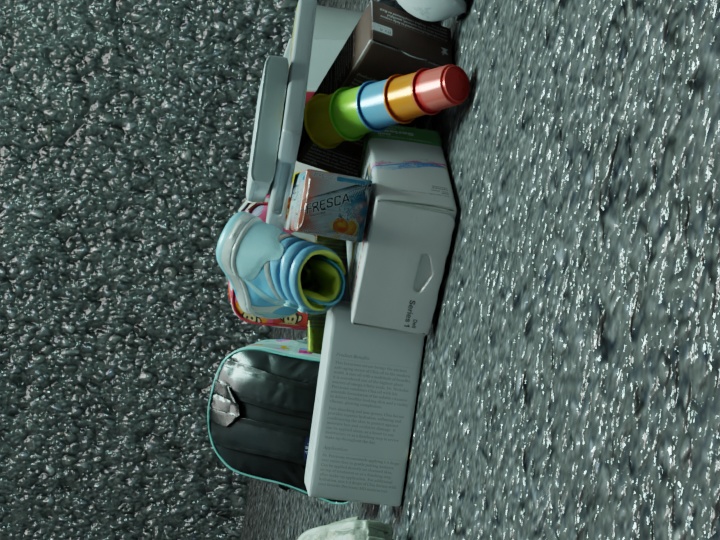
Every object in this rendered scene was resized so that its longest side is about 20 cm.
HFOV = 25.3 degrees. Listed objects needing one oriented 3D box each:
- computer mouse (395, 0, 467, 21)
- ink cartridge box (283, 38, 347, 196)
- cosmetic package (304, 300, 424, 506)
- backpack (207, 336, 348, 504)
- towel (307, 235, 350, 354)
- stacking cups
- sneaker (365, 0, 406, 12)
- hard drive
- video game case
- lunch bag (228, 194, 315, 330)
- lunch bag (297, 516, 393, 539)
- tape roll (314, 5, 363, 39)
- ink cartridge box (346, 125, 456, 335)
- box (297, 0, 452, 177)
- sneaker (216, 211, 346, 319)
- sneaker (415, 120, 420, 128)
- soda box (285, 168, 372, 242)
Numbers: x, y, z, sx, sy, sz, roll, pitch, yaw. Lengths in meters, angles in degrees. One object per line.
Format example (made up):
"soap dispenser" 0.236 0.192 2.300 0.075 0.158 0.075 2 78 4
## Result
"computer mouse" 0.044 -0.306 1.705 0.044 0.110 0.200 -47 33 1
"ink cartridge box" -0.055 -0.165 1.971 0.145 0.083 0.201 -80 -9 -57
"cosmetic package" 0.004 0.138 1.686 0.071 0.101 0.201 -134 52 -82
"backpack" -0.074 0.166 1.888 0.153 0.199 0.177 -45 -37 -75
"towel" 0.000 0.000 1.807 0.023 0.143 0.201 6 87 44
"stacking cups" 0.024 -0.169 1.628 0.200 0.060 0.061 -9 71 50
"sneaker" 0.030 -0.279 1.895 0.114 0.075 0.200 -63 0 -28
"hard drive" -0.103 -0.149 1.744 0.200 0.027 0.133 151 127 -83
"video game case" -0.077 -0.164 1.741 0.182 0.023 0.201 105 172 -52
"lunch bag" -0.053 -0.016 1.905 0.082 0.199 0.177 -132 53 -79
"lunch bag" -0.022 0.351 1.633 0.200 0.117 0.165 125 153 -63
"tape roll" -0.028 -0.257 2.201 0.203 0.138 0.204 -172 90 -84
"ink cartridge box" 0.038 -0.046 1.657 0.200 0.084 0.145 -95 15 -63
"box" 0.012 -0.191 1.759 0.200 0.100 0.075 -52 28 44
"sneaker" -0.065 0.019 1.678 0.080 0.130 0.200 -62 -22 -12
"sneaker" 0.027 -0.191 1.904 0.200 0.084 0.077 125 150 -77
"soda box" -0.035 -0.066 1.639 0.200 0.068 0.064 -158 78 -83
